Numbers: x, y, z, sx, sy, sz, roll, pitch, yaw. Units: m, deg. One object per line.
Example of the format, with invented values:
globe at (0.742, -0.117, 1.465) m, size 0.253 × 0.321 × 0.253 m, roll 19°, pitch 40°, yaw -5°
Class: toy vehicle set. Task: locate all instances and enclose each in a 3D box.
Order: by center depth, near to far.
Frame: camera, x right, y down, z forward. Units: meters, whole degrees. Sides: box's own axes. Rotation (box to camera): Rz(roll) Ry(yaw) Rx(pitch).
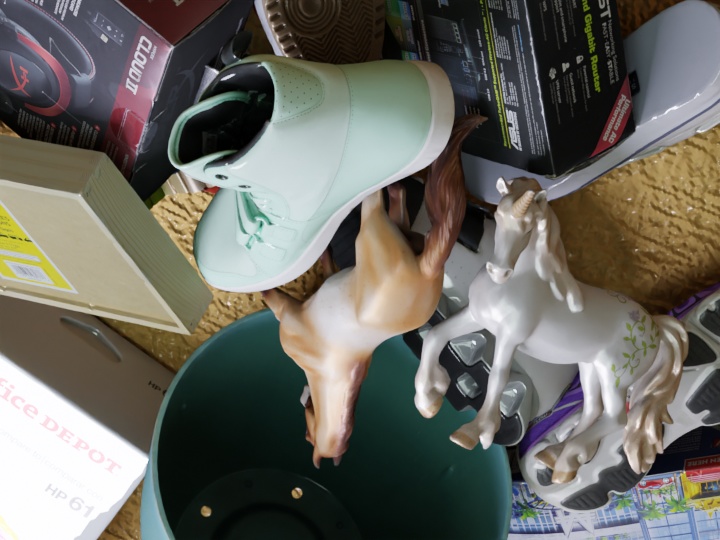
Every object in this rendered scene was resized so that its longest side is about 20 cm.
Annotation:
toy vehicle set at (-0.186, -0.027, 1.217) m, size 0.199 × 0.027 × 0.124 m, roll 11°, pitch 151°, yaw 33°

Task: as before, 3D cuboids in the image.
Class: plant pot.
plant pot at (-0.033, 0.142, 1.307) m, size 0.200 × 0.201 × 0.161 m, roll 27°, pitch 150°, yaw -2°

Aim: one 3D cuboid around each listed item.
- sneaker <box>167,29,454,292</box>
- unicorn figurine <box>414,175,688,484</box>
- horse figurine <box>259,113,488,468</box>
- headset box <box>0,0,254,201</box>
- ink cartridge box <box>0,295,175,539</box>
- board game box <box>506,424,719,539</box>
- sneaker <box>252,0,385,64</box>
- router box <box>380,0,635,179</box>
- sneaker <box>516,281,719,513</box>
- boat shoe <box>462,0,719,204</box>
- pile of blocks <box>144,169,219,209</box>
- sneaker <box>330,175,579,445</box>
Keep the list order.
sneaker at (-0.058, -0.051, 1.126) m, size 0.118 × 0.074 × 0.200 m, roll 5°, pitch 153°, yaw -35°
unicorn figurine at (0.092, 0.030, 1.170) m, size 0.200 × 0.074 × 0.138 m, roll 18°, pitch 102°, yaw -46°
horse figurine at (0.000, 0.000, 1.183) m, size 0.050 × 0.133 × 0.200 m, roll 1°, pitch 149°, yaw -36°
headset box at (-0.143, -0.132, 1.162) m, size 0.200 × 0.075 × 0.149 m, roll 39°, pitch 145°, yaw 10°
ink cartridge box at (-0.217, 0.115, 1.397) m, size 0.144 × 0.085 × 0.200 m, roll 34°, pitch 119°, yaw -6°
board game box at (0.186, 0.188, 1.354) m, size 0.199 × 0.062 × 0.201 m, roll -11°, pitch 114°, yaw 18°
sneaker at (-0.059, -0.179, 1.176) m, size 0.112 × 0.071 × 0.201 m, roll 3°, pitch 117°, yaw 59°
router box at (0.052, -0.157, 1.155) m, size 0.150 × 0.062 × 0.201 m, roll 20°, pitch 130°, yaw 47°
sneaker at (0.164, 0.046, 1.278) m, size 0.200 × 0.084 × 0.081 m, roll -34°, pitch 126°, yaw 12°
boat shoe at (0.137, -0.082, 1.213) m, size 0.070 × 0.071 × 0.200 m, roll 9°, pitch 153°, yaw -41°
pile of blocks at (-0.095, -0.055, 1.277) m, size 0.199 × 0.082 × 0.062 m, roll -20°, pitch 112°, yaw 22°
sneaker at (0.048, -0.008, 1.267) m, size 0.200 × 0.088 × 0.074 m, roll 53°, pitch 152°, yaw -5°
